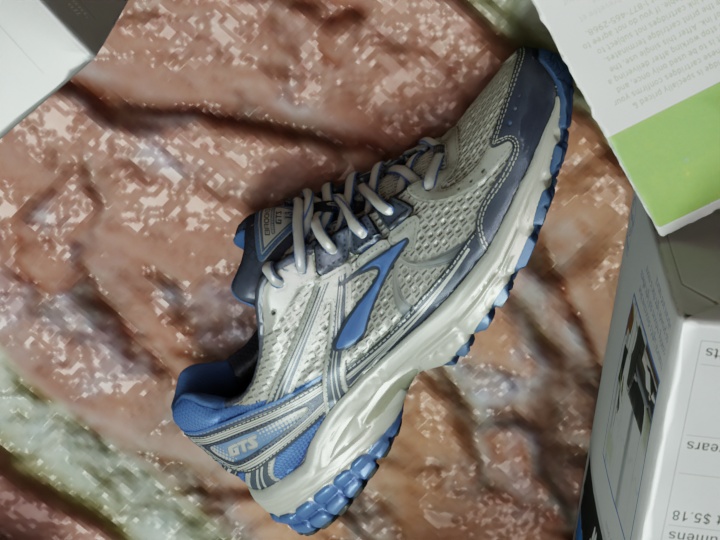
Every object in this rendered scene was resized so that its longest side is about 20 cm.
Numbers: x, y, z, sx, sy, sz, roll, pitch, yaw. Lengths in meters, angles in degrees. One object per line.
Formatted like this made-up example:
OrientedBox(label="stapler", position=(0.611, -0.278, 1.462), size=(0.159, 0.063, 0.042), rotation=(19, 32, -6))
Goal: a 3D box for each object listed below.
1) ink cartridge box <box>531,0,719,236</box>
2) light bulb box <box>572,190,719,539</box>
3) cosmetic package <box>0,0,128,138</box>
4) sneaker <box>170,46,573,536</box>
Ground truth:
OrientedBox(label="ink cartridge box", position=(0.110, -0.134, 0.747), size=(0.147, 0.076, 0.201), rotation=(-26, 112, 12))
OrientedBox(label="light bulb box", position=(0.181, 0.088, 0.818), size=(0.197, 0.125, 0.201), rotation=(7, 115, -3))
OrientedBox(label="cosmetic package", position=(-0.183, -0.061, 0.780), size=(0.200, 0.090, 0.107), rotation=(-38, 105, 20))
OrientedBox(label="sneaker", position=(0.000, 0.000, 0.811), size=(0.085, 0.077, 0.200), rotation=(31, 111, -8))
